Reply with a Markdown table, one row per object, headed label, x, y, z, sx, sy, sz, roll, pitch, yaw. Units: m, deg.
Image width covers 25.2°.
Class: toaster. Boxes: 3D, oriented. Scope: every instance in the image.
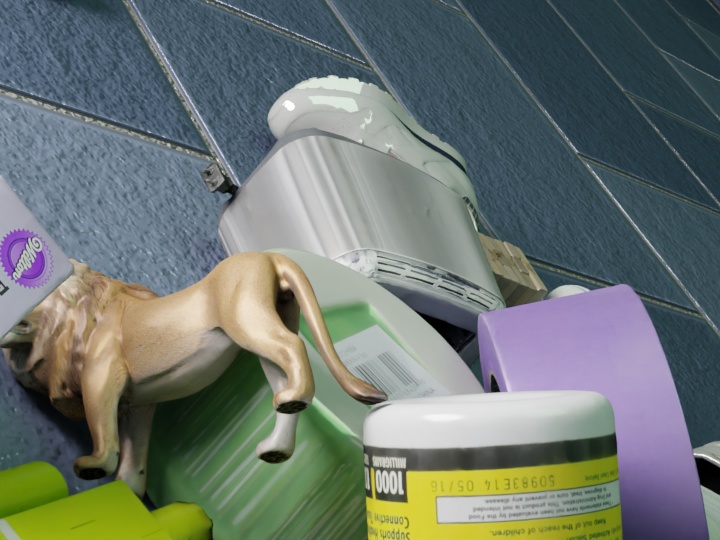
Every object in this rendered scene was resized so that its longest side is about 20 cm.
| label | x | y | z | sx | sy | sz | roll | pitch | yaw |
| --- | --- | --- | --- | --- | --- | --- | --- | --- | --- |
| toaster | 0.000 | 0.000 | 1.000 | 0.200 | 0.114 | 0.129 | 23 | 31 | -40 |

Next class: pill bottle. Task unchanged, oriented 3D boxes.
| label | x | y | z | sx | sy | sz | roll | pitch | yaw |
| --- | --- | --- | --- | --- | --- | --- | --- | --- | --- |
| pill bottle | 0.061 | 0.156 | 0.705 | 0.112 | 0.112 | 0.201 | 1 | 85 | -57 |

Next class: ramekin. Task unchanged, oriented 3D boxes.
| label | x | y | z | sx | sy | sz | roll | pitch | yaw |
| --- | --- | --- | --- | --- | --- | --- | --- | --- | --- |
| ramekin | -0.017 | 0.081 | 0.839 | 0.200 | 0.098 | 0.200 | 34 | 23 | -17 |

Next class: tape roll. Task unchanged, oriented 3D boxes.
| label | x | y | z | sx | sy | sz | roll | pitch | yaw |
| --- | --- | --- | --- | --- | --- | --- | --- | --- | --- |
| tape roll | 0.125 | 0.113 | 0.881 | 0.200 | 0.085 | 0.201 | 168 | -90 | -89 |

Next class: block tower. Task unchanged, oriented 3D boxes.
| label | x | y | z | sx | sy | sz | roll | pitch | yaw |
| --- | --- | --- | --- | --- | --- | --- | --- | --- | --- |
| block tower | 0.044 | -0.008 | 1.159 | 0.200 | 0.058 | 0.054 | 19 | 31 | -39 |

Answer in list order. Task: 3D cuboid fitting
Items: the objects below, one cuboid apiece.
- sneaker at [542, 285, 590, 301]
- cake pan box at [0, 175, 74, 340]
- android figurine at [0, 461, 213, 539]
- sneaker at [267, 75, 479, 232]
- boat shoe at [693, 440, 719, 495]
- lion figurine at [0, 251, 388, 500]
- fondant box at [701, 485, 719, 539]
| label | x | y | z | sx | sy | sz | roll | pitch | yaw |
| --- | --- | --- | --- | --- | --- | --- | --- | --- | --- |
| sneaker | 0.144 | 0.060 | 1.169 | 0.071 | 0.073 | 0.200 | 37 | 23 | -17 |
| cake pan box | -0.226 | -0.013 | 0.605 | 0.184 | 0.052 | 0.200 | 54 | 43 | -12 |
| android figurine | -0.104 | 0.152 | 0.649 | 0.182 | 0.041 | 0.200 | 47 | 23 | 13 |
| sneaker | 0.017 | -0.080 | 1.232 | 0.200 | 0.076 | 0.081 | 23 | 38 | -34 |
| boat shoe | 0.311 | 0.202 | 1.181 | 0.066 | 0.072 | 0.200 | 1 | 43 | -51 |
| lion figurine | -0.082 | 0.033 | 0.748 | 0.072 | 0.199 | 0.123 | 47 | 34 | -55 |
| fondant box | 0.207 | 0.208 | 1.019 | 0.144 | 0.058 | 0.200 | 28 | 27 | -28 |
